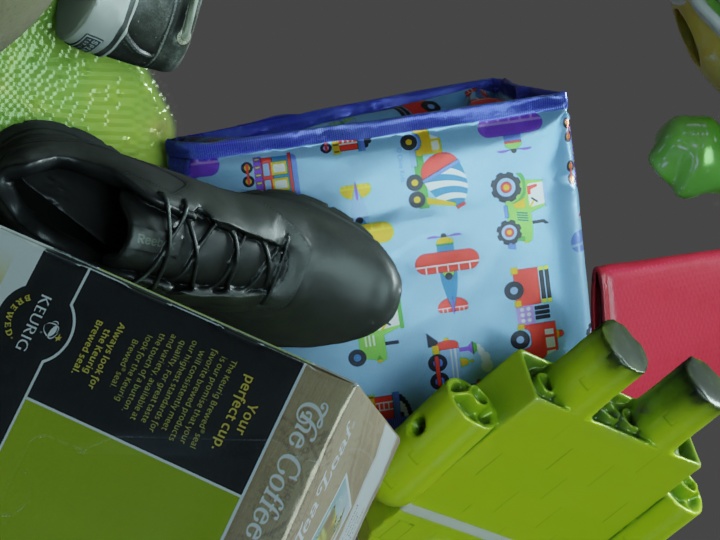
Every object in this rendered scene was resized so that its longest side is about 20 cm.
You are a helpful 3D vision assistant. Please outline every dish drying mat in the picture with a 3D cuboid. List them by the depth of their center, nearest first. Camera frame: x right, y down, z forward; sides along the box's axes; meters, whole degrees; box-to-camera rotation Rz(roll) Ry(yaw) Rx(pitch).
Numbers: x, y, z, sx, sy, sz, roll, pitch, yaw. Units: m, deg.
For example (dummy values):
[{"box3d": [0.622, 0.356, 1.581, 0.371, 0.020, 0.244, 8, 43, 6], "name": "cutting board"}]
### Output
[{"box3d": [0.208, 0.024, 1.447, 0.200, 0.018, 0.077, -7, 98, -27], "name": "dish drying mat"}]

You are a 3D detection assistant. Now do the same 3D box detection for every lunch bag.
[{"box3d": [0.000, 0.000, 1.301, 0.200, 0.094, 0.151, -10, 102, -18], "name": "lunch bag"}]

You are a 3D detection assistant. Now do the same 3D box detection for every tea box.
[{"box3d": [-0.116, 0.111, 1.164, 0.196, 0.134, 0.200, 24, 81, 14], "name": "tea box"}]

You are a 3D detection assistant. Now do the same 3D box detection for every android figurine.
[{"box3d": [0.078, 0.104, 1.311, 0.182, 0.041, 0.200, 25, 124, -41], "name": "android figurine"}]

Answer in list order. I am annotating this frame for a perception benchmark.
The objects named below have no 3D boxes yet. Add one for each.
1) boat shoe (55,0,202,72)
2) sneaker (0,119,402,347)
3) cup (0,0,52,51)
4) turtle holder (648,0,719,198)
[{"box3d": [-0.081, -0.191, 1.248, 0.064, 0.071, 0.200, 16, 94, -28], "name": "boat shoe"}, {"box3d": [-0.078, -0.009, 1.218, 0.200, 0.091, 0.076, 15, 94, -6], "name": "sneaker"}, {"box3d": [-0.189, -0.170, 1.146, 0.200, 0.143, 0.201, -3, 96, -28], "name": "cup"}, {"box3d": [0.218, -0.131, 1.388, 0.132, 0.141, 0.186, 24, 123, -13], "name": "turtle holder"}]
